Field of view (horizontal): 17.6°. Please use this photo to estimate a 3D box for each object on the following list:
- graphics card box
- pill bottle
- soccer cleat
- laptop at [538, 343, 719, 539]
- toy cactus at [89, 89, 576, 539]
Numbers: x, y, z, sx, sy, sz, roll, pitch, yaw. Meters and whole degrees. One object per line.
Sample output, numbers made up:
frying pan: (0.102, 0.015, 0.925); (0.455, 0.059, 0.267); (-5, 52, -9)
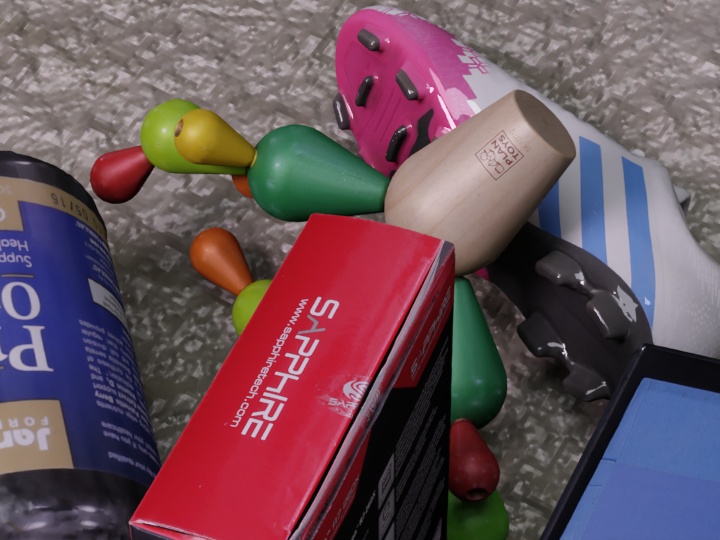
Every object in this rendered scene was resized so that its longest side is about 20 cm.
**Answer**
graphics card box: (-0.015, 0.096, 0.691); (0.051, 0.200, 0.126); (15, 48, 16)
pill bottle: (-0.122, 0.068, 0.781); (0.111, 0.112, 0.200); (-15, 57, -5)
soccer cleat: (0.068, -0.029, 0.864); (0.086, 0.070, 0.200); (-18, 54, -32)
laptop: (0.128, 0.145, 0.659); (0.177, 0.103, 0.201); (13, 59, -30)
toy cactus: (0.000, 0.000, 0.801); (0.165, 0.102, 0.200); (-43, 67, 23)
